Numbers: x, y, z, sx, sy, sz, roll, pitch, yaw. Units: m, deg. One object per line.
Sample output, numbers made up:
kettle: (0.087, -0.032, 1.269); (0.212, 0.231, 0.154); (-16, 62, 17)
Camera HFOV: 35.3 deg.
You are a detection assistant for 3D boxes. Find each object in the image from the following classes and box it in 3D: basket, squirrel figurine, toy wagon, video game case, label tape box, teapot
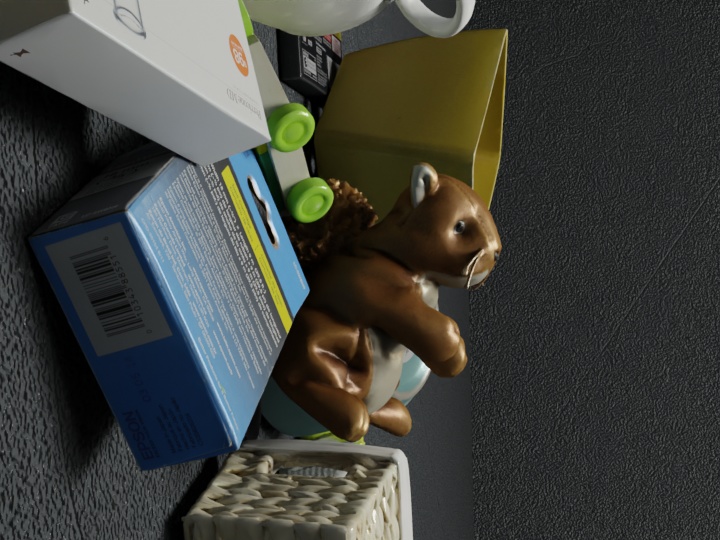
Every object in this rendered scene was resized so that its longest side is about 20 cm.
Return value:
basket: (-0.039, 0.234, 0.788); (0.123, 0.134, 0.202); (-42, 130, -70)
squirrel figurine: (0.000, 0.000, 0.825); (0.187, 0.199, 0.141); (-58, 155, 5)
toy wagon: (-0.080, -0.128, 0.771); (0.155, 0.039, 0.201); (53, -15, 37)
video game case: (-0.053, -0.274, 1.188); (0.200, 0.025, 0.182); (1, 86, -79)
label tape box: (-0.101, 0.001, 0.668); (0.200, 0.063, 0.145); (-69, 141, -65)
teapot: (-0.027, -0.242, 0.833); (0.146, 0.196, 0.201); (60, 17, -44)

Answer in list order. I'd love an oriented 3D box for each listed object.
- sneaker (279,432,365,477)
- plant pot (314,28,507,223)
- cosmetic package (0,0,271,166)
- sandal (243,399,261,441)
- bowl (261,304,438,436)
sneaker: (-0.026, 0.204, 1.045); (0.200, 0.075, 0.106); (-56, 142, -74)
plant pot: (0.054, -0.134, 1.224); (0.201, 0.175, 0.201); (85, 19, -51)
cosmetic package: (-0.120, -0.151, 0.566); (0.200, 0.051, 0.152); (24, 52, -69)
sandal: (-0.096, 0.080, 0.797); (0.200, 0.042, 0.077); (45, 43, -75)
bowl: (-0.003, 0.049, 0.976); (0.200, 0.104, 0.203); (-10, 102, -58)
